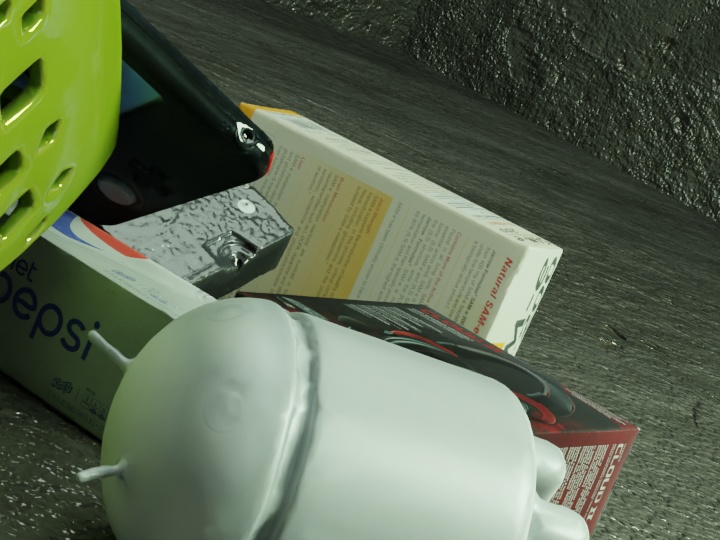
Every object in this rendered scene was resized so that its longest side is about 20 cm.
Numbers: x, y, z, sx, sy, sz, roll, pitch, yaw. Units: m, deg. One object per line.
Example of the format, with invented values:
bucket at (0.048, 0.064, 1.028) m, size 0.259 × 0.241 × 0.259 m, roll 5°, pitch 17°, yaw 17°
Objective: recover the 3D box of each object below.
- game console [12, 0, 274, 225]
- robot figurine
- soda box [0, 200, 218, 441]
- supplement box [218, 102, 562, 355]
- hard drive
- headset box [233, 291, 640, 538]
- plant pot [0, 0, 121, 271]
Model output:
game console at (-0.150, -0.097, 0.789) m, size 0.200 × 0.031 × 0.176 m, roll 43°, pitch -24°, yaw -23°
robot figurine at (-0.013, 0.079, 0.673) m, size 0.199 × 0.113 × 0.170 m, roll 20°, pitch 26°, yaw -21°
soda box at (-0.143, 0.013, 0.831) m, size 0.199 × 0.069 × 0.063 m, roll 29°, pitch 12°, yaw 27°
supplement box at (0.000, 0.000, 1.041) m, size 0.199 × 0.127 × 0.073 m, roll 29°, pitch 11°, yaw 19°
hard drive at (-0.150, -0.053, 0.953) m, size 0.200 × 0.038 × 0.139 m, roll 44°, pitch 43°, yaw 16°
headset box at (0.035, 0.077, 0.881) m, size 0.148 × 0.076 × 0.199 m, roll 30°, pitch 13°, yaw 31°
plant pot at (-0.220, -0.075, 0.676) m, size 0.198 × 0.182 × 0.201 m, roll 26°, pitch -29°, yaw 9°
